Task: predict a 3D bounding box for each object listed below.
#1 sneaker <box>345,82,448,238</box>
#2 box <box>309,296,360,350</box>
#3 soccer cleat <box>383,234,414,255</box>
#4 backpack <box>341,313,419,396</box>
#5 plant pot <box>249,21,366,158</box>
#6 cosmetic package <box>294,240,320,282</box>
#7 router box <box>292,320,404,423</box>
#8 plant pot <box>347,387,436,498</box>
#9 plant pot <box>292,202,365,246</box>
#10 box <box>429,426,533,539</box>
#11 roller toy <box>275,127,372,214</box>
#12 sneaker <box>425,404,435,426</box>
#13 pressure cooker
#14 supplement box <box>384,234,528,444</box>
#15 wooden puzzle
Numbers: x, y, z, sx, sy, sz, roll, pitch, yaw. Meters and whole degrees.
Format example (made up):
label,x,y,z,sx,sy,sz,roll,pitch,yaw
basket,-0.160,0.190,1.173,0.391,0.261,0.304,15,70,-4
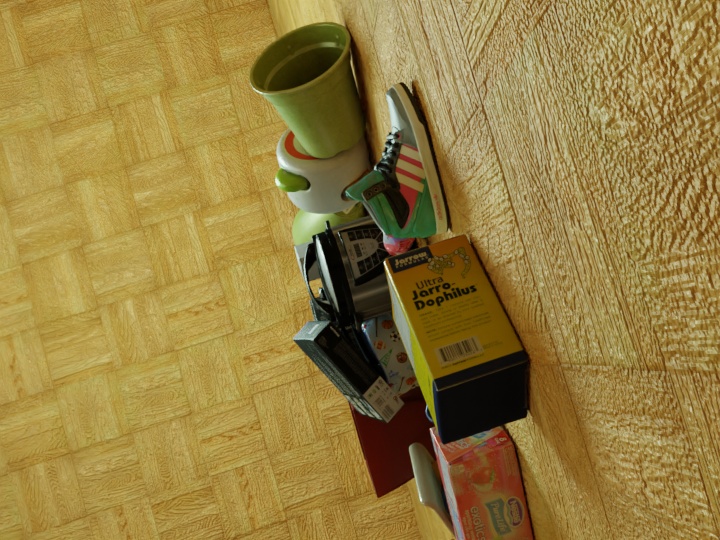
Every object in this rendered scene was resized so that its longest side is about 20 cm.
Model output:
label,x,y,z,sx,sy,sz,roll,pitch,yaw
sneaker,0.034,-0.132,1.161,0.084,0.118,0.204,-164,59,-85
box,0.007,0.115,1.864,0.165,0.196,0.087,78,173,-47
soccer cleat,0.063,-0.056,1.358,0.200,0.065,0.078,-101,15,-86
backpack,0.055,0.139,1.671,0.192,0.152,0.202,-112,-3,-46
plant pot,-0.078,-0.318,1.641,0.202,0.197,0.186,-112,-4,-48
cosmetic package,-0.026,-0.041,1.731,0.151,0.196,0.053,-121,15,-75
router box,-0.024,0.178,1.585,0.201,0.051,0.149,49,164,-11
plant pot,0.077,0.326,1.893,0.200,0.173,0.204,-126,19,-76
plant pot,-0.058,-0.130,2.152,0.200,0.183,0.191,124,131,-65
box,0.168,0.308,1.210,0.103,0.093,0.204,-118,12,-69
roller toy,-0.066,-0.209,1.777,0.185,0.195,0.141,-93,-8,-47
sneaker,0.137,0.212,1.369,0.202,0.077,0.076,80,173,-53
pressure cooker,0.000,0.002,1.558,0.176,0.196,0.182,-117,12,-68
supplement box,0.109,0.076,1.036,0.110,0.107,0.202,79,173,-48
wooden puzzle,0.167,0.402,1.535,0.201,0.046,0.186,50,-169,-18
